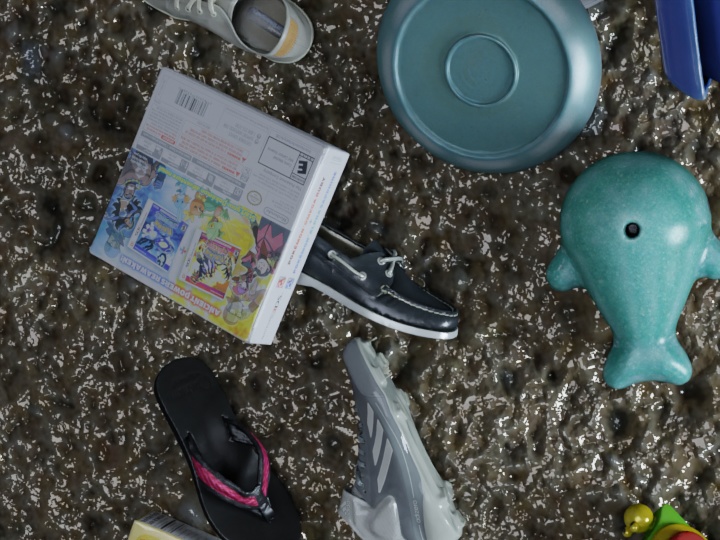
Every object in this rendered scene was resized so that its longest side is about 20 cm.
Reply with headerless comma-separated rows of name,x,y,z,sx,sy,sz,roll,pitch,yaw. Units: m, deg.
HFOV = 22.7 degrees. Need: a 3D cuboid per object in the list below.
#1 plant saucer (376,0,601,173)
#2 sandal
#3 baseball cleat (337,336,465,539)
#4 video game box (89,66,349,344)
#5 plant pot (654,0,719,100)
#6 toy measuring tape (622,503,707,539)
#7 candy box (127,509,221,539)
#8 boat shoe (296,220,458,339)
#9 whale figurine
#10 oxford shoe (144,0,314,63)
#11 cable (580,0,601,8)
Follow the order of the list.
plant saucer,0.105,-0.173,1.528,0.198,0.027,0.202,7,115,16
sandal,-0.119,0.168,1.597,0.075,0.045,0.201,-28,85,-27
baseball cleat,0.012,0.164,1.579,0.106,0.070,0.201,-27,87,11
video game box,-0.126,-0.058,1.576,0.199,0.047,0.183,28,96,30
plant pot,0.324,-0.245,1.415,0.178,0.200,0.202,-4,113,17
toy measuring tape,0.293,0.280,1.525,0.074,0.074,0.200,-45,82,10
candy box,-0.126,0.310,1.621,0.199,0.055,0.116,21,96,9
boat shoe,0.000,0.000,1.571,0.199,0.076,0.061,22,103,9
whale figurine,0.233,0.001,1.508,0.158,0.104,0.202,-3,92,11
oxford shoe,-0.132,-0.246,1.594,0.199,0.058,0.076,30,101,10
cable,0.157,-0.317,1.525,0.200,0.069,0.201,-38,86,11
